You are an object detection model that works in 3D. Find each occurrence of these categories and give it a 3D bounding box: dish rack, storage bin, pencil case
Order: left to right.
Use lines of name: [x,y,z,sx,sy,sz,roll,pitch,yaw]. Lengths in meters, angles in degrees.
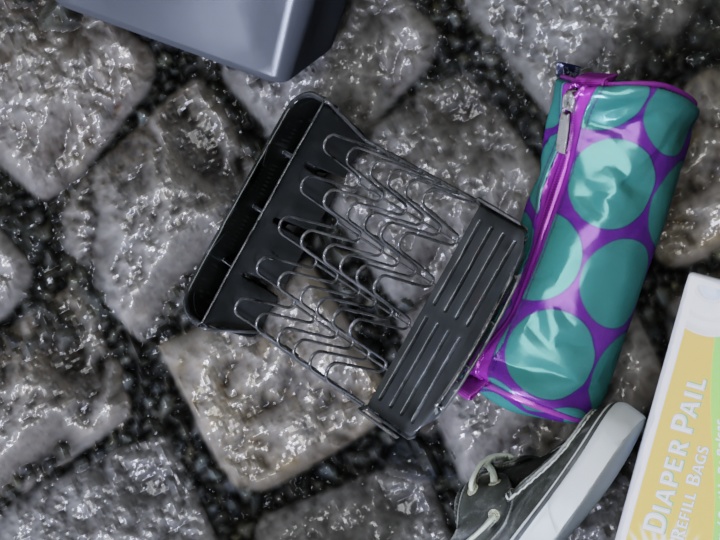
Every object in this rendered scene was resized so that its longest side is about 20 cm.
storage bin: [-0.084,-0.206,1.323,0.200,0.146,0.134,21,118,13]
dish rack: [0.000,0.000,1.277,0.200,0.055,0.154,32,95,47]
pencil case: [0.121,-0.014,1.273,0.085,0.092,0.200,19,92,52]

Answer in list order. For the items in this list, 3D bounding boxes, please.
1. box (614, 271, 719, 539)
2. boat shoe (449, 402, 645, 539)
box: [0.210,0.113,1.239,0.112,0.101,0.200,15,89,13]
boat shoe: [0.081,0.139,1.258,0.064,0.071,0.200,42,117,11]
